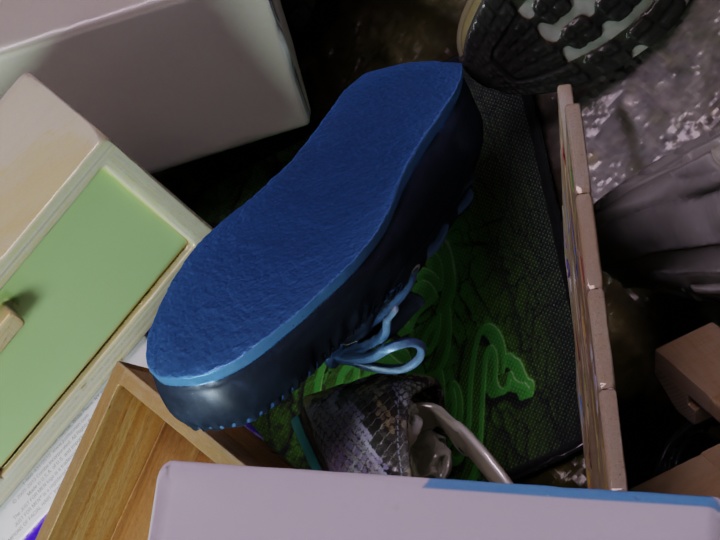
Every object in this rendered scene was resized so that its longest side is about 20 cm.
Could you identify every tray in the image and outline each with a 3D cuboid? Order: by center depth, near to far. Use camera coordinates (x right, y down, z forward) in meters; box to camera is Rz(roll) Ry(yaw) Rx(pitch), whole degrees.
[{"bbox_3d":[-0.088,0.144,0.933,0.099,0.037,0.201,34,101,45],"label":"tray"}]

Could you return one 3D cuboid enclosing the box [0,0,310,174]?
[{"bbox_3d":[-0.126,-0.076,1.048,0.199,0.082,0.069,-17,40,1],"label":"box"}]

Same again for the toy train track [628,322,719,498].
[{"bbox_3d":[0.154,0.083,0.778,0.114,0.033,0.200,-23,42,-22],"label":"toy train track"}]

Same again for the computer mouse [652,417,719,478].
[{"bbox_3d":[0.184,0.066,0.830,0.200,0.046,0.141,-33,43,21],"label":"computer mouse"}]

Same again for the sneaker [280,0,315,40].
[{"bbox_3d":[-0.108,-0.118,1.143,0.199,0.076,0.088,-18,46,26],"label":"sneaker"}]

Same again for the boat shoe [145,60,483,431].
[{"bbox_3d":[0.000,0.000,0.932,0.084,0.069,0.200,5,36,35],"label":"boat shoe"}]

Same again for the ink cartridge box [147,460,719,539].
[{"bbox_3d":[0.015,0.169,0.703,0.146,0.200,0.147,3,52,3],"label":"ink cartridge box"}]

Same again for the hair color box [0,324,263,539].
[{"bbox_3d":[-0.134,0.041,1.056,0.109,0.065,0.200,-47,45,2],"label":"hair color box"}]

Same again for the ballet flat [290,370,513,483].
[{"bbox_3d":[0.033,0.110,0.888,0.072,0.072,0.201,-32,51,14],"label":"ballet flat"}]

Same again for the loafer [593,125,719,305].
[{"bbox_3d":[0.123,-0.011,0.858,0.070,0.070,0.200,-30,0,-11],"label":"loafer"}]

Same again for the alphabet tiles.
[{"bbox_3d":[0.074,0.051,0.834,0.006,0.167,0.201,-5,57,2],"label":"alphabet tiles"}]

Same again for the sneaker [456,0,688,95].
[{"bbox_3d":[0.094,-0.150,1.029,0.200,0.077,0.088,-53,32,-13],"label":"sneaker"}]

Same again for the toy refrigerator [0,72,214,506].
[{"bbox_3d":[-0.148,0.035,0.972,0.200,0.076,0.070,-49,44,-2],"label":"toy refrigerator"}]

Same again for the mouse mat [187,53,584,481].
[{"bbox_3d":[0.006,0.013,1.016,0.160,0.008,0.201,-26,50,20],"label":"mouse mat"}]
